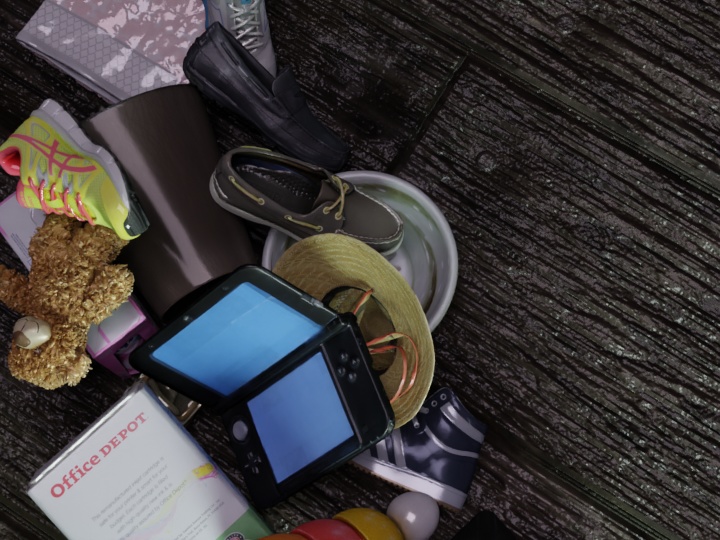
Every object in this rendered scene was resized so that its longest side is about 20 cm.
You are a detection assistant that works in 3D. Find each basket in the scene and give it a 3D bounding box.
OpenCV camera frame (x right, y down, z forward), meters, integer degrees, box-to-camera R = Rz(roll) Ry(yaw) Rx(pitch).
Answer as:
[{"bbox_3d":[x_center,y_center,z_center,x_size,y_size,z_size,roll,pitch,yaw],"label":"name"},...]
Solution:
[{"bbox_3d":[-0.198,-0.061,1.396,0.180,0.136,0.201,-25,79,-18],"label":"basket"}]

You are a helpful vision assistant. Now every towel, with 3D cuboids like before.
[{"bbox_3d":[-0.248,-0.277,1.505,0.199,0.032,0.192,32,80,10],"label":"towel"}]

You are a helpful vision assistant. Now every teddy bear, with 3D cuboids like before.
[{"bbox_3d":[-0.280,0.008,1.297,0.144,0.067,0.201,29,79,13],"label":"teddy bear"}]

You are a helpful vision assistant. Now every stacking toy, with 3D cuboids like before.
[{"bbox_3d":[-0.004,0.269,1.263,0.199,0.146,0.146,-29,74,-24],"label":"stacking toy"}]

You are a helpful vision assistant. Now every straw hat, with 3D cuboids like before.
[{"bbox_3d":[0.008,0.055,1.316,0.200,0.085,0.202,10,106,35],"label":"straw hat"}]

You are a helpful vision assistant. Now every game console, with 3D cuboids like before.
[{"bbox_3d":[-0.094,0.113,1.272,0.200,0.116,0.177,-36,68,36],"label":"game console"}]

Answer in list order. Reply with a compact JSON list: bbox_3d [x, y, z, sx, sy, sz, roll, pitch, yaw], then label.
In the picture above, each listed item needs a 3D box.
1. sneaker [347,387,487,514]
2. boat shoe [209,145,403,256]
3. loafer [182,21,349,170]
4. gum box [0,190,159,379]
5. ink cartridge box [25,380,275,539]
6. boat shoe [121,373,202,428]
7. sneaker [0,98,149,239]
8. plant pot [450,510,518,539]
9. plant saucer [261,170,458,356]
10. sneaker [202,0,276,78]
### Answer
[{"bbox_3d":[0.028,0.149,1.353,0.199,0.070,0.109,25,83,3],"label":"sneaker"},{"bbox_3d":[-0.047,-0.067,1.349,0.201,0.060,0.072,18,66,-9],"label":"boat shoe"},{"bbox_3d":[-0.089,-0.177,1.419,0.200,0.068,0.070,36,109,-11],"label":"loafer"},{"bbox_3d":[-0.278,0.013,1.389,0.066,0.114,0.200,-37,76,-6],"label":"gum box"},{"bbox_3d":[-0.198,0.227,1.315,0.145,0.087,0.200,-42,97,-7],"label":"ink cartridge box"},{"bbox_3d":[-0.180,0.113,1.382,0.200,0.063,0.073,-37,76,-6],"label":"boat shoe"},{"bbox_3d":[-0.268,-0.076,1.270,0.090,0.078,0.200,-36,48,-17],"label":"sneaker"},{"bbox_3d":[0.111,0.346,1.244,0.199,0.178,0.200,-42,76,-7],"label":"plant pot"},{"bbox_3d":[0.000,0.000,1.405,0.199,0.050,0.201,-1,76,3],"label":"plant saucer"},{"bbox_3d":[-0.130,-0.272,1.442,0.075,0.087,0.201,-18,97,-18],"label":"sneaker"}]
